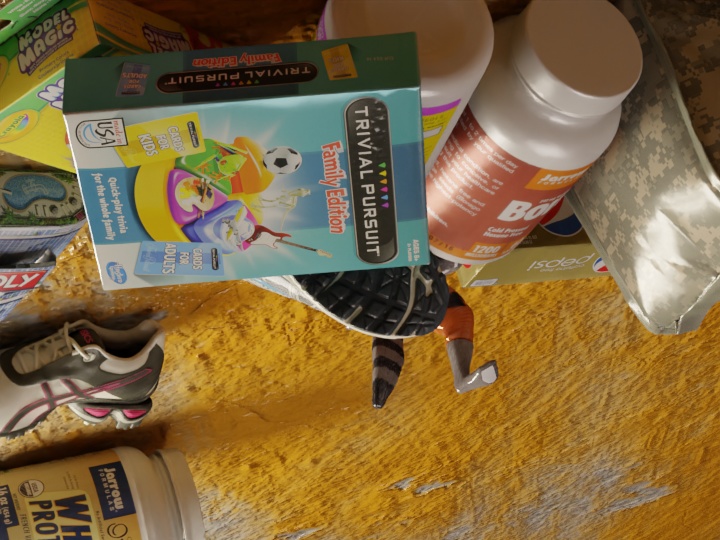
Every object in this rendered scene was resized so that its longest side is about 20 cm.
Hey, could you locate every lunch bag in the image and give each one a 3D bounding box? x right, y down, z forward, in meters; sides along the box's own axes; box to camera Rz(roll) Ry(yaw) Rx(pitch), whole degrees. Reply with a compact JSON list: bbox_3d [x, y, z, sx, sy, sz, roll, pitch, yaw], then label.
[{"bbox_3d":[0.220,-0.074,1.441,0.117,0.201,0.164,-6,154,-26],"label":"lunch bag"}]

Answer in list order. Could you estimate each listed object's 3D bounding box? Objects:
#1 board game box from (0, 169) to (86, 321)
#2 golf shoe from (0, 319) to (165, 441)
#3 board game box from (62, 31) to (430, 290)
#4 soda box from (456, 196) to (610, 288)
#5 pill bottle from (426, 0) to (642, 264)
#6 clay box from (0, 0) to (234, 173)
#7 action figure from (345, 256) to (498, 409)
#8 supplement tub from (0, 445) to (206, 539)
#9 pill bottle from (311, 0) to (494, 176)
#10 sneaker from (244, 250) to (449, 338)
[{"bbox_3d":[-0.274,-0.017,1.385,0.199,0.062,0.200,0,152,-36],"label":"board game box"},{"bbox_3d":[-0.241,0.073,1.627,0.199,0.077,0.088,-5,136,-37],"label":"golf shoe"},{"bbox_3d":[-0.062,-0.061,1.240,0.198,0.047,0.152,-4,139,1],"label":"board game box"},{"bbox_3d":[0.166,-0.036,1.658,0.199,0.068,0.064,-4,154,-29],"label":"soda box"},{"bbox_3d":[0.102,-0.096,1.415,0.111,0.113,0.200,-5,155,-28],"label":"pill bottle"},{"bbox_3d":[-0.155,-0.107,1.285,0.115,0.048,0.199,-31,155,27],"label":"clay box"},{"bbox_3d":[0.000,0.000,1.497,0.199,0.194,0.105,18,113,-18],"label":"action figure"},{"bbox_3d":[-0.244,0.234,1.872,0.199,0.145,0.145,-11,157,-17],"label":"supplement tub"},{"bbox_3d":[0.008,-0.103,1.340,0.104,0.105,0.200,-9,155,-20],"label":"pill bottle"},{"bbox_3d":[-0.035,-0.016,1.354,0.199,0.078,0.086,26,172,5],"label":"sneaker"}]
